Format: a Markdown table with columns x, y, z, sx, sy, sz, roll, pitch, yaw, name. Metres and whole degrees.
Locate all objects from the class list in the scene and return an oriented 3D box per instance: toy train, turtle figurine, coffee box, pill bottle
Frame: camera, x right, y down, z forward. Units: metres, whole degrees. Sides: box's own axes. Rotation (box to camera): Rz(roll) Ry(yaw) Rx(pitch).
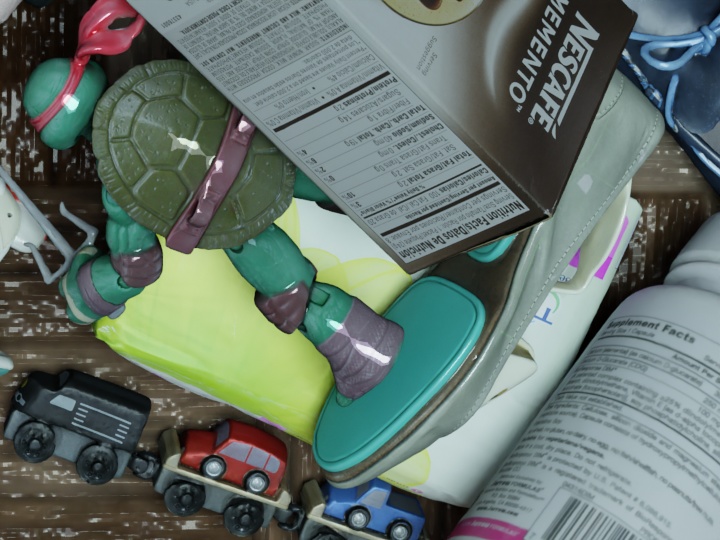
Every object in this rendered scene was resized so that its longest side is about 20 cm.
| x | y | z | sx | sy | sz | roll | pitch | yaw | name |
| --- | --- | --- | --- | --- | --- | --- | --- | --- | --- |
| -0.054 | 0.086 | 1.060 | 0.199 | 0.034 | 0.046 | 21 | 101 | -14 | toy train |
| -0.064 | -0.038 | 0.943 | 0.200 | 0.101 | 0.150 | 30 | 94 | -16 | turtle figurine |
| -0.004 | -0.110 | 0.894 | 0.200 | 0.080 | 0.113 | 43 | 49 | -22 | coffee box |
| 0.128 | 0.079 | 1.015 | 0.113 | 0.113 | 0.200 | 45 | 67 | -15 | pill bottle |

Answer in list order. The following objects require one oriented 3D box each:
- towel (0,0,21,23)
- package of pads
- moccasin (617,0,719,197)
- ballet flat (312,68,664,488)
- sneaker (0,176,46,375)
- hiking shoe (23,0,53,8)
| x | y | z | sx | sy | sz | roll | pitch | yaw | name |
| --- | --- | --- | --- | --- | --- | --- | --- | --- | --- |
| -0.181 | -0.172 | 0.923 | 0.191 | 0.032 | 0.200 | 34 | 69 | 11 | towel |
| 0.000 | 0.000 | 1.039 | 0.199 | 0.068 | 0.155 | 24 | 94 | -14 | package of pads |
| 0.160 | -0.085 | 1.055 | 0.080 | 0.068 | 0.200 | -44 | 103 | 0 | moccasin |
| 0.057 | 0.010 | 0.987 | 0.064 | 0.067 | 0.200 | 30 | 93 | -33 | ballet flat |
| -0.174 | -0.044 | 1.001 | 0.093 | 0.070 | 0.201 | 0 | 103 | -18 | sneaker |
| -0.057 | -0.150 | 1.011 | 0.199 | 0.075 | 0.087 | 0 | 126 | -14 | hiking shoe |
